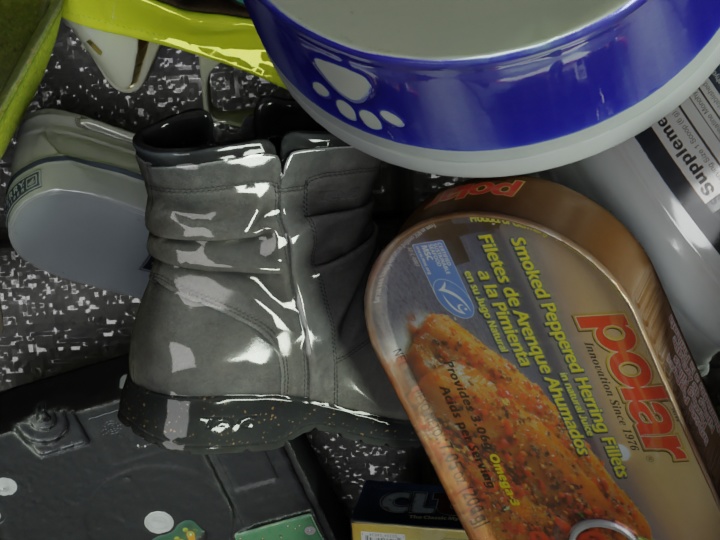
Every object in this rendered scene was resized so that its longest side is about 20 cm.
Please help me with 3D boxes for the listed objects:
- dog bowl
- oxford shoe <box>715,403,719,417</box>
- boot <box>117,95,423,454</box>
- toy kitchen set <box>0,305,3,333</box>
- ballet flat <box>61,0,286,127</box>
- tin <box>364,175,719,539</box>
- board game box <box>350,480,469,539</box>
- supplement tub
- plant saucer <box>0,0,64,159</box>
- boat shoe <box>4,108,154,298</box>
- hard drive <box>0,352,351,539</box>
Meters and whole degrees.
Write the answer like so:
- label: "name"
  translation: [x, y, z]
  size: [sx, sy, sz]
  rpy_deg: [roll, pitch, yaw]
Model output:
- label: "dog bowl"
  translation: [0.047, -0.139, 0.840]
  size: [0.200, 0.201, 0.079]
  rpy_deg: [-12, 150, 8]
- label: "oxford shoe"
  translation: [0.117, 0.103, 0.998]
  size: [0.075, 0.070, 0.200]
  rpy_deg: [42, 108, -9]
- label: "boot"
  translation: [0.000, 0.000, 0.902]
  size: [0.200, 0.070, 0.132]
  rpy_deg: [-3, 109, -37]
- label: "toy kitchen set"
  translation: [-0.258, 0.103, 0.941]
  size: [0.180, 0.163, 0.201]
  rpy_deg: [6, 114, 27]
- label: "ballet flat"
  translation: [-0.068, -0.098, 0.936]
  size: [0.200, 0.067, 0.067]
  rpy_deg: [17, 113, -5]
- label: "tin"
  translation: [0.078, 0.052, 0.868]
  size: [0.112, 0.042, 0.200]
  rpy_deg: [-6, 121, 35]
- label: "board game box"
  translation: [0.099, 0.162, 0.977]
  size: [0.199, 0.035, 0.136]
  rpy_deg: [3, 117, 12]
- label: "supplement tub"
  translation: [0.167, -0.057, 0.895]
  size: [0.200, 0.140, 0.140]
  rpy_deg: [-37, 105, 16]
- label: "plant saucer"
  translation: [-0.228, -0.026, 0.893]
  size: [0.199, 0.200, 0.048]
  rpy_deg: [2, 137, 23]
- label: "boat shoe"
  translation: [-0.055, -0.017, 0.962]
  size: [0.200, 0.065, 0.074]
  rpy_deg: [24, 131, -30]
- label: "hard drive"
  translation: [-0.077, 0.121, 1.008]
  size: [0.139, 0.038, 0.200]
  rpy_deg: [-17, 124, 10]
